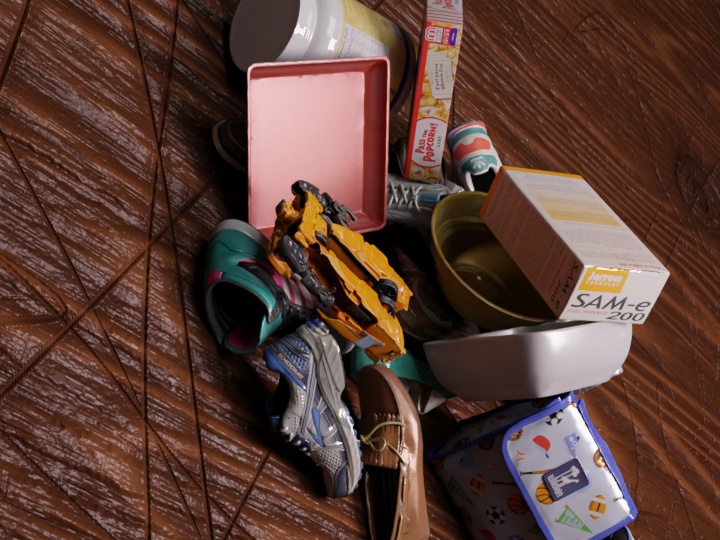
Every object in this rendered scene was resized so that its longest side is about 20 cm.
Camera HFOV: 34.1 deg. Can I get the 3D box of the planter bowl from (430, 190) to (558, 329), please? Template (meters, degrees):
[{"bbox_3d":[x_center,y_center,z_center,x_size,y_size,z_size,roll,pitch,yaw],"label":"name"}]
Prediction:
[{"bbox_3d":[0.155,0.007,1.382,0.197,0.084,0.202,17,42,-16],"label":"planter bowl"}]

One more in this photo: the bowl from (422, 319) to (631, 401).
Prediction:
[{"bbox_3d":[0.196,0.101,1.337,0.198,0.198,0.076,-7,87,-41],"label":"bowl"}]

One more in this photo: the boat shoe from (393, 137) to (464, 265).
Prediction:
[{"bbox_3d":[0.104,-0.089,1.531,0.074,0.072,0.203,27,44,-77],"label":"boat shoe"}]

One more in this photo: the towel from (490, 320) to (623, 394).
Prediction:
[{"bbox_3d":[0.240,0.091,1.526,0.085,0.200,0.168,-21,80,-22],"label":"towel"}]

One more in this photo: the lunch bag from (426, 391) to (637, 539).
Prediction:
[{"bbox_3d":[0.203,0.242,1.371,0.172,0.198,0.124,61,36,-5],"label":"lunch bag"}]

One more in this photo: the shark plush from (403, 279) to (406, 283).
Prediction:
[{"bbox_3d":[0.000,0.000,1.376,0.198,0.092,0.083,-6,43,-47],"label":"shark plush"}]

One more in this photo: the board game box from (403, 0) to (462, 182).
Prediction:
[{"bbox_3d":[0.090,-0.234,1.438,0.045,0.203,0.152,7,31,0],"label":"board game box"}]

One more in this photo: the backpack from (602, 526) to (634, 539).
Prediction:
[{"bbox_3d":[0.274,0.395,1.390,0.155,0.198,0.191,56,30,-19],"label":"backpack"}]

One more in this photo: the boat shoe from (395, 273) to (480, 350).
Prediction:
[{"bbox_3d":[0.091,0.061,1.445,0.200,0.073,0.076,37,27,-57],"label":"boat shoe"}]

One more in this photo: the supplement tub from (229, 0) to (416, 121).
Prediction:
[{"bbox_3d":[-0.044,-0.260,1.403,0.198,0.144,0.148,19,55,-44],"label":"supplement tub"}]

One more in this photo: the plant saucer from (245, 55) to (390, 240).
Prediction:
[{"bbox_3d":[-0.054,-0.135,1.313,0.198,0.036,0.203,-12,109,-39],"label":"plant saucer"}]

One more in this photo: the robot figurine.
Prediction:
[{"bbox_3d":[-0.024,0.002,1.219,0.200,0.058,0.146,44,33,-25],"label":"robot figurine"}]

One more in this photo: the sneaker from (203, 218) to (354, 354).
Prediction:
[{"bbox_3d":[-0.088,0.048,1.214,0.199,0.083,0.122,40,37,-19],"label":"sneaker"}]

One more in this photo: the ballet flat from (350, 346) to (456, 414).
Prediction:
[{"bbox_3d":[0.057,0.130,1.380,0.199,0.067,0.072,27,74,-40],"label":"ballet flat"}]

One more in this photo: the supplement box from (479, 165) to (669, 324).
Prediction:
[{"bbox_3d":[0.236,-0.030,1.322,0.124,0.074,0.201,5,34,-29],"label":"supplement box"}]

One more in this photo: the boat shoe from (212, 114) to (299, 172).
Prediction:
[{"bbox_3d":[-0.085,-0.149,1.356,0.200,0.060,0.073,4,67,-51],"label":"boat shoe"}]

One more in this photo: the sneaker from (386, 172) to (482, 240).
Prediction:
[{"bbox_3d":[0.062,-0.087,1.438,0.197,0.087,0.076,12,77,-18],"label":"sneaker"}]

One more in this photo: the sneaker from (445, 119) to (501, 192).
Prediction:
[{"bbox_3d":[0.166,-0.112,1.593,0.201,0.069,0.095,64,11,-56],"label":"sneaker"}]

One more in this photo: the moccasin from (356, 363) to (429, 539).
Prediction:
[{"bbox_3d":[0.023,0.204,1.273,0.077,0.073,0.205,-3,88,-45],"label":"moccasin"}]

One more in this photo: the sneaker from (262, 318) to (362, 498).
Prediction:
[{"bbox_3d":[-0.056,0.149,1.200,0.084,0.077,0.203,-19,113,-15],"label":"sneaker"}]
